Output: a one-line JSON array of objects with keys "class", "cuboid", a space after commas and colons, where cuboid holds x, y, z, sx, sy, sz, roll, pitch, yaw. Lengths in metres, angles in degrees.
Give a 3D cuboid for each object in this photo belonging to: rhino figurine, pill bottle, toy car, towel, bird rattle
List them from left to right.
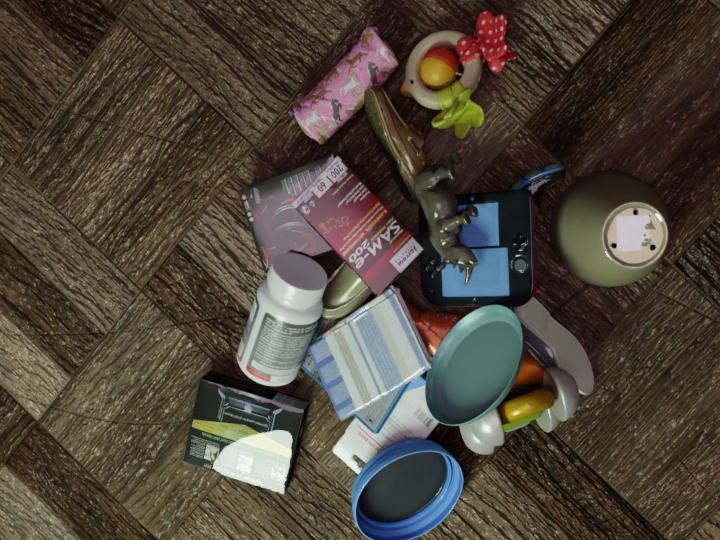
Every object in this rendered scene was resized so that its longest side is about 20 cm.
[{"class": "pill bottle", "cuboid": [-0.127, 0.081, 1.221, 0.112, 0.114, 0.203, 26, 121, 5]}, {"class": "towel", "cuboid": [0.013, 0.137, 1.211, 0.198, 0.024, 0.149, -35, 72, 24]}, {"class": "rhino figurine", "cuboid": [0.140, -0.077, 1.165, 0.086, 0.059, 0.204, -20, 83, 39]}, {"class": "bird rattle", "cuboid": [0.149, -0.325, 1.184, 0.161, 0.112, 0.204, 22, 96, 22]}, {"class": "toy car", "cuboid": [0.237, 0.193, 1.180, 0.171, 0.201, 0.153, -18, 69, -8]}]

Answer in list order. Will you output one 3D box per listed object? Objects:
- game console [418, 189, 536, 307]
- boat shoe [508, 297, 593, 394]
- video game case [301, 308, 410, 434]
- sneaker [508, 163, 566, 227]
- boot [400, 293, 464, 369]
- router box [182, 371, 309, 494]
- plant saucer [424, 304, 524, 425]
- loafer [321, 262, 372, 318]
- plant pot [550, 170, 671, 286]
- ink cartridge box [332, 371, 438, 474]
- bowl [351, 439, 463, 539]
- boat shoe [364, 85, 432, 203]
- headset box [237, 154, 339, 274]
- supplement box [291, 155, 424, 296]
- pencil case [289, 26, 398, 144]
[{"class": "game console", "cuboid": [0.184, -0.033, 1.185, 0.196, 0.031, 0.181, -1, 96, 32]}, {"class": "boat shoe", "cuboid": [0.311, 0.127, 1.232, 0.201, 0.073, 0.062, 49, 143, -6]}, {"class": "video game case", "cuboid": [-0.006, 0.154, 1.248, 0.199, 0.018, 0.145, 37, 100, 29]}, {"class": "sneaker", "cuboid": [0.262, -0.092, 1.205, 0.082, 0.071, 0.200, 41, 106, 1]}, {"class": "boot", "cuboid": [0.118, 0.092, 1.246, 0.107, 0.075, 0.201, -42, 93, 1]}, {"class": "router box", "cuboid": [-0.203, 0.286, 1.314, 0.196, 0.052, 0.161, 16, 98, 6]}, {"class": "plant saucer", "cuboid": [0.177, 0.147, 1.128, 0.027, 0.201, 0.201, 33, 101, -26]}, {"class": "loafer", "cuboid": [0.000, 0.000, 1.239, 0.199, 0.068, 0.076, -39, 53, 3]}, {"class": "plant pot", "cuboid": [0.391, -0.058, 1.120, 0.183, 0.200, 0.192, 1, 96, 9]}, {"class": "ink cartridge box", "cuboid": [0.055, 0.259, 1.266, 0.115, 0.068, 0.201, 39, 99, 3]}, {"class": "bowl", "cuboid": [0.076, 0.368, 1.239, 0.196, 0.040, 0.205, -10, 121, -16]}, {"class": "boat shoe", "cuboid": [0.067, -0.212, 1.208, 0.067, 0.072, 0.203, -31, 111, -9]}, {"class": "headset box", "cuboid": [-0.088, -0.097, 1.248, 0.196, 0.075, 0.152, -18, 92, 9]}, {"class": "supplement box", "cuboid": [-0.004, -0.068, 1.168, 0.109, 0.061, 0.200, -44, 90, -1]}, {"class": "pencil case", "cuboid": [-0.026, -0.304, 1.217, 0.199, 0.083, 0.087, -42, 105, 10]}]
